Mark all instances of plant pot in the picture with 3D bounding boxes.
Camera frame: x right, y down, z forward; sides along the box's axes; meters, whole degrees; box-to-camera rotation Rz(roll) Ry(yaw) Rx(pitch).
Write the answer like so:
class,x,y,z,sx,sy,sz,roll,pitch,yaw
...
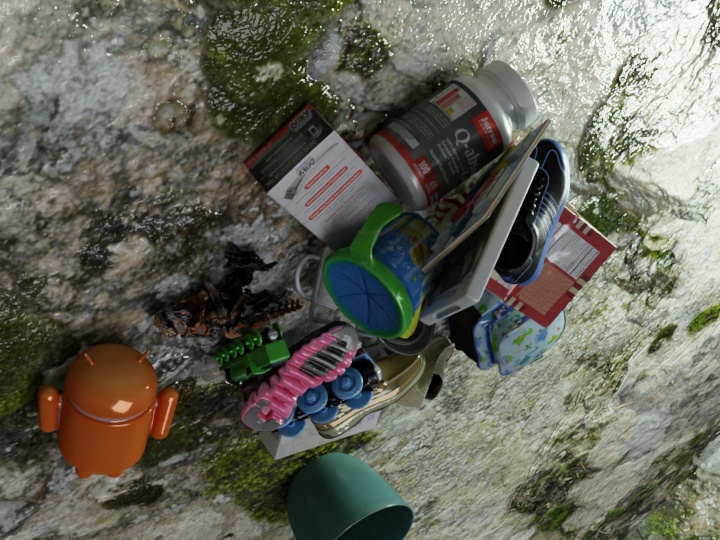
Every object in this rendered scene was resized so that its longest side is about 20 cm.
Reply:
class,x,y,z,sx,sy,sz,roll,pitch,yaw
plant pot,-0.034,0.415,1.770,0.200,0.161,0.201,-25,141,-22

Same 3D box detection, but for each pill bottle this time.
class,x,y,z,sx,sy,sz,roll,pitch,yaw
pill bottle,0.120,-0.176,1.314,0.200,0.116,0.116,-36,145,-7

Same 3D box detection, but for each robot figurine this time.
class,x,y,z,sx,sy,sz,roll,pitch,yaw
robot figurine,-0.316,0.174,1.284,0.117,0.144,0.200,-51,164,-52

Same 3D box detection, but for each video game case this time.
class,x,y,z,sx,sy,sz,roll,pitch,yaw
video game case,0.147,-0.034,1.310,0.200,0.023,0.182,-64,-172,-17

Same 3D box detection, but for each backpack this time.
class,x,y,z,sx,sy,sz,roll,pitch,yaw
backpack,0.254,0.064,1.675,0.200,0.147,0.183,-37,148,-12

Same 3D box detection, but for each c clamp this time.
class,x,y,z,sx,sy,sz,roll,pitch,yaw
c clamp,0.055,0.020,1.433,0.171,0.027,0.201,6,92,-43

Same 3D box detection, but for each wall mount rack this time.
class,x,y,z,sx,sy,sz,roll,pitch,yaw
wall mount rack,0.000,0.000,1.437,0.200,0.074,0.174,20,81,-53

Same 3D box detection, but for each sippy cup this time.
class,x,y,z,sx,sy,sz,roll,pitch,yaw
sippy cup,0.042,-0.003,1.325,0.130,0.140,0.178,-45,180,-30

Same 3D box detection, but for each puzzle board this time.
class,x,y,z,sx,sy,sz,roll,pitch,yaw
puzzle board,0.153,-0.095,1.269,0.200,0.017,0.151,-54,-175,-36

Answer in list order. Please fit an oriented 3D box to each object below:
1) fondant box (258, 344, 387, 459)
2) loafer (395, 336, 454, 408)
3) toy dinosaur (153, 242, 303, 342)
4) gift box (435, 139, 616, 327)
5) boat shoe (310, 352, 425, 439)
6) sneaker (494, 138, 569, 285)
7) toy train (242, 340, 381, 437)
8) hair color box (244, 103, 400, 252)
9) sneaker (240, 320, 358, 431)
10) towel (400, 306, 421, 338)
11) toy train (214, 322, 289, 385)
class,x,y,z,sx,sy,sz,roll,pitch,yaw
fondant box,-0.051,0.206,1.618,0.200,0.058,0.144,-13,136,-36
loafer,0.108,0.174,1.680,0.200,0.068,0.076,-35,154,-53
toy dinosaur,-0.166,0.043,1.330,0.200,0.102,0.136,-28,163,-49
gift box,0.226,-0.063,1.484,0.185,0.187,0.200,-47,123,9
boat shoe,0.010,0.171,1.542,0.200,0.072,0.076,-36,125,-16
sneaker,0.220,-0.080,1.330,0.078,0.070,0.200,16,85,-62
toy train,-0.071,0.159,1.466,0.200,0.114,0.087,-24,154,5
hair color box,-0.043,-0.108,1.280,0.111,0.064,0.200,-42,147,4
sneaker,-0.090,0.126,1.388,0.200,0.095,0.079,-40,123,13
towel,0.075,0.065,1.556,0.086,0.018,0.200,-61,164,-21
toy train,-0.144,0.114,1.351,0.042,0.057,0.200,-17,174,-28
